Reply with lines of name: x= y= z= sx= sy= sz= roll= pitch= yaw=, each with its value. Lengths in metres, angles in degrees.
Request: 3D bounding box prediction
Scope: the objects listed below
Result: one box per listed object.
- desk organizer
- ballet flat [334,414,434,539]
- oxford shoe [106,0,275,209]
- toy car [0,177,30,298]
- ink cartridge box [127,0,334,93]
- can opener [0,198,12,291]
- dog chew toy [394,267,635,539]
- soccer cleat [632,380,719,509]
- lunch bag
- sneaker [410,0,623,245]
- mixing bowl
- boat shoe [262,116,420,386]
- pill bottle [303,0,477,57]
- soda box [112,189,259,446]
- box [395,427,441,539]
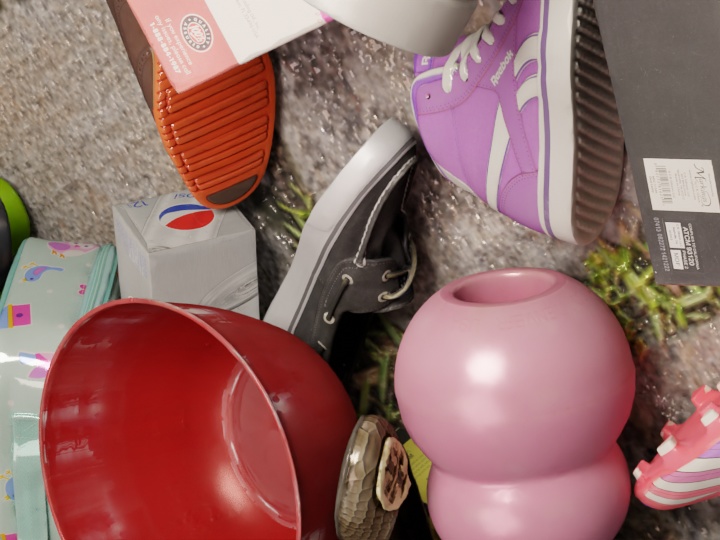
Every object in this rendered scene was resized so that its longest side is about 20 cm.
desk organizer: x=0.163 y=-0.098 z=1.016 sx=0.072 sy=0.077 sz=0.200 roll=2 pitch=117 yaw=38
ballet flat: x=0.021 y=0.137 z=1.183 sx=0.046 sy=0.067 sz=0.200 roll=14 pitch=150 yaw=17
oxford shoe: x=-0.099 y=-0.130 z=1.229 sx=0.073 sy=0.071 sz=0.200 roll=34 pitch=142 yaw=56
toy car: x=-0.333 y=0.001 z=1.429 sx=0.200 sy=0.164 sz=0.158 roll=27 pitch=131 yaw=36
ink cartridge box: x=-0.026 y=-0.184 z=1.096 sx=0.200 sy=0.068 sz=0.117 roll=-23 pitch=102 yaw=22
can opener: x=-0.240 y=0.052 z=1.350 sx=0.063 sy=0.078 sz=0.200 roll=33 pitch=129 yaw=43
dog chew toy: x=0.085 y=0.103 z=1.160 sx=0.124 sy=0.124 sz=0.201 roll=5 pitch=110 yaw=37
soccer cleat: x=0.211 y=0.080 z=1.102 sx=0.076 sy=0.067 sz=0.200 roll=44 pitch=133 yaw=-2
lunch bag: x=-0.181 y=0.095 z=1.351 sx=0.077 sy=0.161 sz=0.200 roll=2 pitch=121 yaw=0
sneaker: x=0.072 y=-0.112 z=1.087 sx=0.114 sy=0.073 sz=0.201 roll=26 pitch=130 yaw=28
mixing bowl: x=-0.071 y=0.103 z=1.217 sx=0.200 sy=0.108 sz=0.201 roll=11 pitch=107 yaw=40
boat shoe: x=0.000 y=0.000 z=1.217 sx=0.066 sy=0.070 sz=0.200 roll=36 pitch=134 yaw=8
pill bottle: x=0.041 y=-0.204 z=0.976 sx=0.114 sy=0.114 sz=0.200 roll=33 pitch=108 yaw=19
soda box: x=-0.098 y=0.053 z=1.314 sx=0.063 sy=0.068 sz=0.200 roll=-131 pitch=34 yaw=-52
box: x=0.086 y=0.170 z=1.264 sx=0.200 sy=0.050 sz=0.075 roll=27 pitch=130 yaw=23
